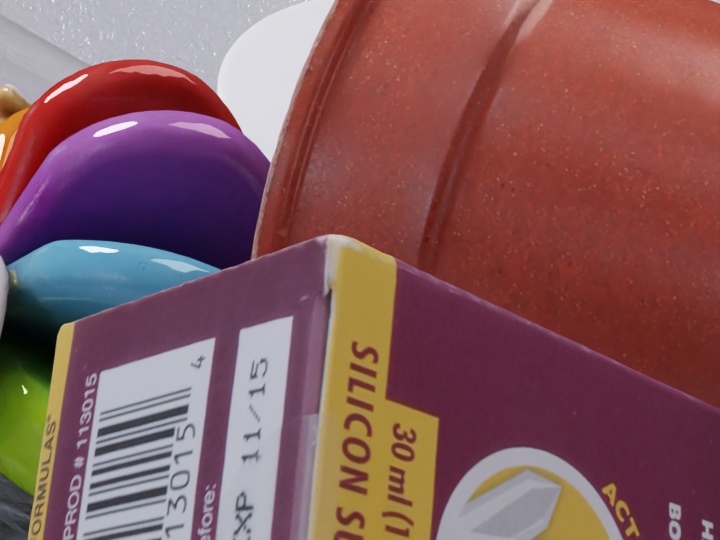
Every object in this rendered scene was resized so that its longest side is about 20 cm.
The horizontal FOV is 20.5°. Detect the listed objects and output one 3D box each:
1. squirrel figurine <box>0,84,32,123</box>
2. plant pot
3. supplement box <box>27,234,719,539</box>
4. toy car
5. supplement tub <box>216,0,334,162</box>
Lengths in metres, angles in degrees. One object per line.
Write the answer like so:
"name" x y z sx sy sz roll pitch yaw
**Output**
"squirrel figurine" -0.127 -0.036 1.106 0.186 0.142 0.200 20 4 -16
"plant pot" 0.097 -0.003 0.626 0.195 0.201 0.201 17 1 21
"supplement box" 0.026 0.092 0.475 0.200 0.131 0.103 23 -28 -39
"toy car" -0.087 0.005 0.692 0.175 0.150 0.200 27 17 -27
"supplement tub" 0.000 0.000 0.845 0.144 0.200 0.145 2 44 -2
